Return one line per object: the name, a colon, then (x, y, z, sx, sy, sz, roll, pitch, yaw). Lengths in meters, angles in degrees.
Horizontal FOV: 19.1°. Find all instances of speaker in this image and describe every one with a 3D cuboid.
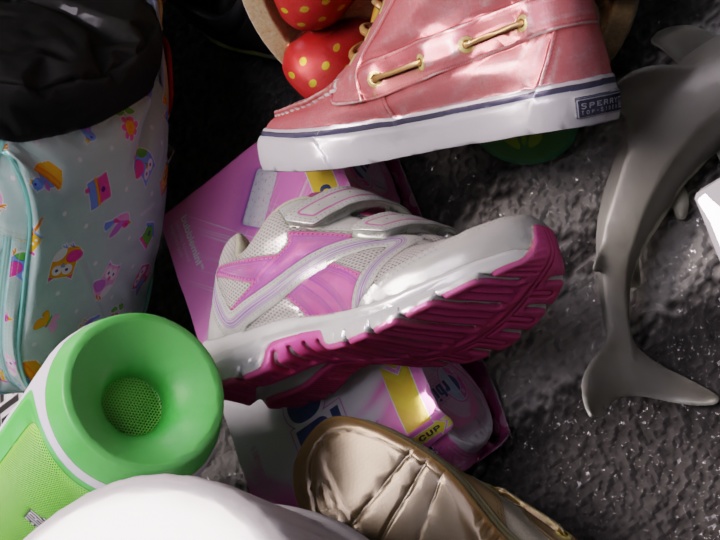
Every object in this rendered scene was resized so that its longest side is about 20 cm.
speaker: (-0.128, 0.088, 1.004, 0.200, 0.088, 0.089, 134, 134, -59)

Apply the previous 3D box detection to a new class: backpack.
backpack: (-0.170, -0.034, 1.067, 0.126, 0.167, 0.200, 30, 125, 28)

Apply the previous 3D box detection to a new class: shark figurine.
shark figurine: (0.132, -0.046, 0.964, 0.128, 0.089, 0.215, 33, 96, 40)

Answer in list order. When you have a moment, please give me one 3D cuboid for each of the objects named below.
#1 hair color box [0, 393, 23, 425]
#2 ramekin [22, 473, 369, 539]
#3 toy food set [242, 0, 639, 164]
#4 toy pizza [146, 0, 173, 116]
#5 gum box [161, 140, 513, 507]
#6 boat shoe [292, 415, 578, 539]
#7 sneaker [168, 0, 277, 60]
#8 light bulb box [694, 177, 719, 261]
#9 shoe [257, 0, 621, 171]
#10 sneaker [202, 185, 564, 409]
hair color box: (-0.186, 0.043, 1.196, 0.099, 0.061, 0.200, -35, 58, 25)
ramekin: (-0.074, 0.181, 0.879, 0.200, 0.098, 0.201, -11, 64, 23)
toy food set: (0.037, -0.138, 1.002, 0.197, 0.200, 0.049, 9, 42, 2)
toy pizza: (-0.138, -0.133, 1.180, 0.200, 0.032, 0.201, 33, 128, 57)
gum box: (-0.015, 0.030, 1.063, 0.113, 0.066, 0.200, -36, 58, 25)
boat shoe: (0.057, 0.135, 0.955, 0.200, 0.066, 0.074, 38, 102, 21)
sneaker: (-0.026, -0.142, 1.113, 0.200, 0.083, 0.072, 0, 77, 37)
light bulb box: (0.248, 0.045, 0.774, 0.125, 0.200, 0.199, -33, 60, 26)
shoe: (0.027, -0.099, 0.967, 0.200, 0.071, 0.091, -7, 95, 43)
sneaker: (0.000, 0.000, 0.963, 0.200, 0.081, 0.089, -16, 70, 34)
